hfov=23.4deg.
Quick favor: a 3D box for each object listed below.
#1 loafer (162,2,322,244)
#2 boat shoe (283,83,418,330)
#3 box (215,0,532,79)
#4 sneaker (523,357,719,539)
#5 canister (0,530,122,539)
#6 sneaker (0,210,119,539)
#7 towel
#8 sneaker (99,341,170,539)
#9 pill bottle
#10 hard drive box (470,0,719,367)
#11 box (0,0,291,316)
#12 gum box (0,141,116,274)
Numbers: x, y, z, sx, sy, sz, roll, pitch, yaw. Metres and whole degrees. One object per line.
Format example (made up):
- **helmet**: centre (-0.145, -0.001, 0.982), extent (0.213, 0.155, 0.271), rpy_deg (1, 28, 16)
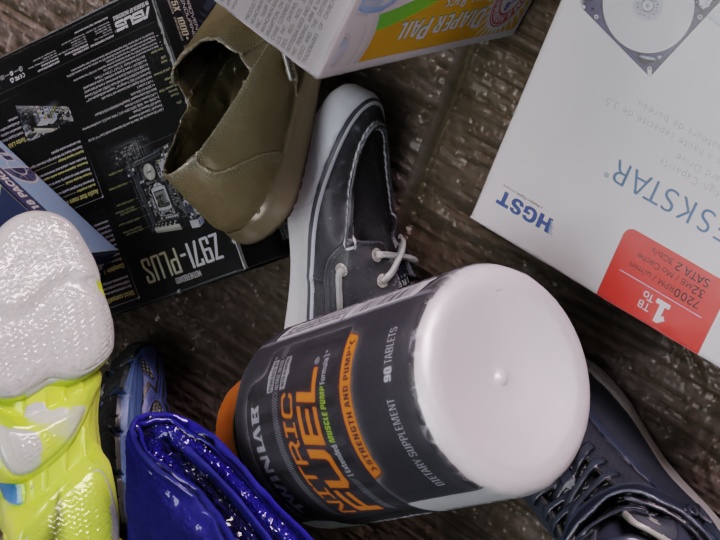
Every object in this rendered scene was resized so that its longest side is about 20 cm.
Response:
- **loafer**: centre (-0.056, -0.116, 0.913), extent (0.076, 0.067, 0.201), rpy_deg (-18, 58, 47)
- **boat shoe**: centre (0.000, 0.000, 0.950), extent (0.067, 0.072, 0.201), rpy_deg (20, 113, 28)
- **box**: centre (0.017, -0.174, 0.823), extent (0.101, 0.200, 0.113), rpy_deg (39, 120, 18)
- **sneaker**: centre (0.106, 0.107, 0.863), extent (0.202, 0.146, 0.077), rpy_deg (44, 106, 13)
- **canister**: centre (-0.210, 0.193, 1.064), extent (0.200, 0.086, 0.150), rpy_deg (25, 116, 54)
- **sneaker**: centre (-0.176, 0.073, 0.929), extent (0.105, 0.075, 0.202), rpy_deg (162, 106, -68)
- **towel**: centre (-0.068, 0.174, 0.888), extent (0.148, 0.049, 0.201), rpy_deg (47, 147, 27)
- **sneaker**: centre (-0.117, 0.142, 1.059), extent (0.075, 0.078, 0.201), rpy_deg (-13, 85, 64)
- **pill bottle**: centre (0.009, 0.069, 0.852), extent (0.200, 0.106, 0.107), rpy_deg (-21, 91, 52)
- **hard drive box**: centre (0.166, -0.080, 0.830), extent (0.155, 0.077, 0.201), rpy_deg (31, 116, 22)
- **box**: centre (-0.143, -0.059, 1.013), extent (0.199, 0.086, 0.165), rpy_deg (-19, 91, 33)
- **gum box**: centre (-0.256, 0.014, 1.006), extent (0.170, 0.044, 0.201), rpy_deg (41, 111, 17)
